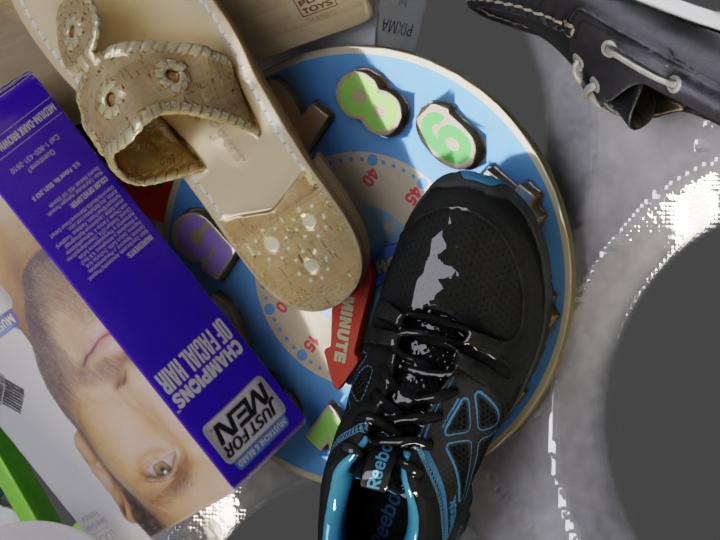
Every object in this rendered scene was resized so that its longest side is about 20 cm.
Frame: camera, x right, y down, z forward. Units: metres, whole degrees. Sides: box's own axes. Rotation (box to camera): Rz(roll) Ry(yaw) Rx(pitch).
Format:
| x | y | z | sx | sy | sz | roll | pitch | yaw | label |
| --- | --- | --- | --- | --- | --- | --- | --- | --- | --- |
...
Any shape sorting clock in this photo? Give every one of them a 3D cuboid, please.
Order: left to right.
| x | y | z | sx | sy | sz | roll | pitch | yaw | label |
| --- | --- | --- | --- | --- | --- | --- | --- | --- | --- |
| 0.000 | 0.000 | 1.271 | 0.200 | 0.039 | 0.200 | 4 | 100 | 20 | shape sorting clock |

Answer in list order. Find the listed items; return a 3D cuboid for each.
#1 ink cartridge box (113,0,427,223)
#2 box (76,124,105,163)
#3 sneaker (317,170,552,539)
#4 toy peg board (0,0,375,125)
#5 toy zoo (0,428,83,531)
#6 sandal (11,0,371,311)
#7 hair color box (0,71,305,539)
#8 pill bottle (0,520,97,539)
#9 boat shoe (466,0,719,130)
| x | y | z | sx | sy | sz | roll | pitch | yaw | label |
| --- | --- | --- | --- | --- | --- | --- | --- | --- | --- |
| -0.052 | -0.112 | 1.325 | 0.162 | 0.050 | 0.200 | 16 | 93 | 33 | ink cartridge box |
| -0.186 | -0.103 | 1.413 | 0.121 | 0.032 | 0.200 | -15 | 78 | 39 | box |
| 0.029 | 0.057 | 1.209 | 0.073 | 0.082 | 0.200 | 17 | 108 | 13 | sneaker |
| -0.119 | -0.183 | 1.257 | 0.200 | 0.199 | 0.098 | -17 | 35 | 19 | toy peg board |
| -0.214 | 0.131 | 1.433 | 0.200 | 0.020 | 0.131 | -43 | 66 | 24 | toy zoo |
| -0.077 | -0.062 | 1.205 | 0.078 | 0.070 | 0.212 | -38 | 98 | 23 | sandal |
| -0.130 | 0.024 | 1.278 | 0.200 | 0.065 | 0.109 | 51 | 137 | -6 | hair color box |
| -0.175 | 0.199 | 1.309 | 0.116 | 0.116 | 0.200 | 63 | 143 | 19 | pill bottle |
| 0.126 | -0.087 | 1.199 | 0.200 | 0.074 | 0.060 | 18 | 93 | 24 | boat shoe |
